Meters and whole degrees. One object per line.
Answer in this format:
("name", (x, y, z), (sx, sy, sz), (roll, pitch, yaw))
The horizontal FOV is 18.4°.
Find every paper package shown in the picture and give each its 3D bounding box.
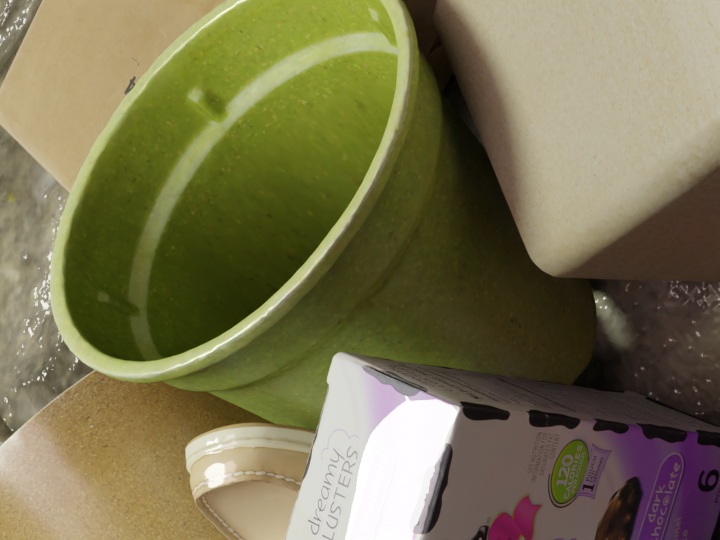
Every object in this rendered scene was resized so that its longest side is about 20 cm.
("paper package", (-0.067, -0.101, 1.125), (0.200, 0.103, 0.191), (41, 109, 39))

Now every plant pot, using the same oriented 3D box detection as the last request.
("plant pot", (-0.068, 0.158, 1.052), (0.200, 0.186, 0.186), (49, 117, 16))
("plant pot", (0.146, -0.097, 0.882), (0.177, 0.199, 0.201), (-46, 54, 41))
("plant pot", (0.000, 0.000, 0.970), (0.200, 0.184, 0.201), (-28, 43, 29))

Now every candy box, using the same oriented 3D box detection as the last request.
("candy box", (0.055, 0.131, 0.909), (0.071, 0.200, 0.168), (21, 98, 42))

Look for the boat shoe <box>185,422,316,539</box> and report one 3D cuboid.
("boat shoe", (0.000, 0.131, 0.954), (0.074, 0.200, 0.069), (-22, 47, 34))
